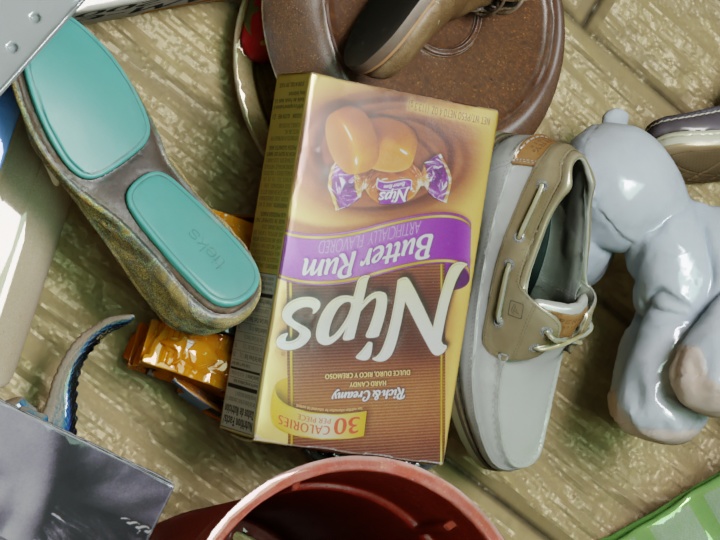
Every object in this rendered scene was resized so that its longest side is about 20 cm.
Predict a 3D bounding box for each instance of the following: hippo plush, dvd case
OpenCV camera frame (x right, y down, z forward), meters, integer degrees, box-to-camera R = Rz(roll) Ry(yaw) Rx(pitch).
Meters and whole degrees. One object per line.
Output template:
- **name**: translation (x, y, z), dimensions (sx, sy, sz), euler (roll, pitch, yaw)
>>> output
- **hippo plush**: translation (0.171, -0.004, 1.258), dimensions (0.161, 0.200, 0.159), euler (38, 37, -7)
- **dvd case**: translation (-0.216, 0.131, 1.084), dimensions (0.200, 0.016, 0.149), euler (26, 93, -4)

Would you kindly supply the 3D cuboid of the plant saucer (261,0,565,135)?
- **plant saucer**: translation (0.040, -0.148, 1.233), dimensions (0.200, 0.034, 0.200), euler (3, 84, -25)

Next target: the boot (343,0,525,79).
- **boot**: translation (0.069, -0.166, 1.196), dimensions (0.200, 0.074, 0.075), euler (-50, 116, -24)

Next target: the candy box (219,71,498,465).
- **candy box**: translation (0.000, 0.000, 1.164), dimensions (0.117, 0.056, 0.200), euler (9, 90, -24)

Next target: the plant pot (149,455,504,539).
- **plant pot**: translation (-0.042, 0.199, 1.118), dimensions (0.201, 0.195, 0.201), euler (3, 83, -25)

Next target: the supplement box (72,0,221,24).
- **supplement box**: translation (-0.138, -0.243, 1.187), dimensions (0.126, 0.074, 0.200), euler (-15, 92, -26)

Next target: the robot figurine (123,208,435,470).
- **robot figurine**: translation (-0.027, 0.039, 1.220), dimensions (0.200, 0.058, 0.145), euler (22, 76, -22)

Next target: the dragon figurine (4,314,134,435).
- **dragon figurine**: translation (-0.169, 0.121, 1.139), dimensions (0.099, 0.059, 0.200), euler (44, 72, -18)

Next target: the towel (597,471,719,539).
- **towel**: translation (0.254, 0.220, 1.319), dimensions (0.149, 0.031, 0.200), euler (-32, 99, 3)

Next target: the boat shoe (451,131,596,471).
- **boat shoe**: translation (0.094, 0.022, 1.214), dimensions (0.075, 0.068, 0.200), euler (-17, 110, -49)

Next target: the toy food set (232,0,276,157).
- **toy food set**: translation (0.020, -0.119, 1.265), dimensions (0.200, 0.049, 0.198), euler (-17, 92, -27)

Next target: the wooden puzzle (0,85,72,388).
- **wooden puzzle**: translation (-0.245, -0.053, 1.129), dimensions (0.200, 0.046, 0.185), euler (22, 75, -23)

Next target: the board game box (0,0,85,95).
- **board game box**: translation (-0.247, -0.167, 1.100), dimensions (0.200, 0.026, 0.200), euler (39, 79, 5)

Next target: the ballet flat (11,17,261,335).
- **ballet flat**: translation (-0.130, -0.047, 1.141), dimensions (0.071, 0.071, 0.200), euler (-37, 89, -25)

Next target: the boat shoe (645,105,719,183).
- **boat shoe**: translation (0.264, -0.100, 1.376), dimensions (0.200, 0.072, 0.065), euler (-7, 76, -24)
